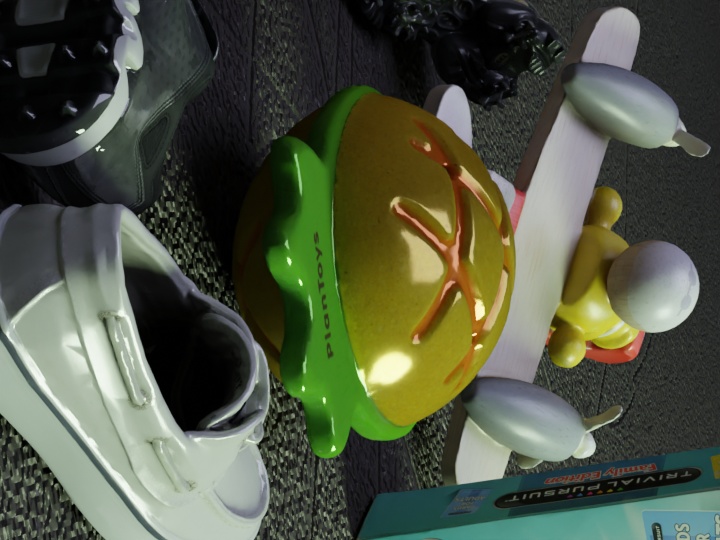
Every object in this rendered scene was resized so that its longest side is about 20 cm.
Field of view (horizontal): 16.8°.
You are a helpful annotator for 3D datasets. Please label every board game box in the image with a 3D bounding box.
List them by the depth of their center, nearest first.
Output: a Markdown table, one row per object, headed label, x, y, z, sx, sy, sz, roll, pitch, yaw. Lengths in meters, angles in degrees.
| label | x | y | z | sx | sy | sz | roll | pitch | yaw |
| --- | --- | --- | --- | --- | --- | --- | --- | --- | --- |
| board game box | 0.114 | 0.160 | 1.049 | 0.047 | 0.199 | 0.152 | -59 | 136 | -66 |

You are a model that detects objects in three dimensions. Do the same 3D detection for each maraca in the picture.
| label | x | y | z | sx | sy | sz | roll | pitch | yaw |
| --- | --- | --- | --- | --- | --- | --- | --- | --- | --- |
| maraca | 0.000 | 0.000 | 0.923 | 0.200 | 0.107 | 0.138 | -29 | 109 | -73 |

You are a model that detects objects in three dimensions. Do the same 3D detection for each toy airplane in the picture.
| label | x | y | z | sx | sy | sz | roll | pitch | yaw |
| --- | --- | --- | --- | --- | --- | --- | --- | --- | --- |
| toy airplane | 0.095 | -0.008 | 1.186 | 0.199 | 0.141 | 0.201 | -38 | 132 | -50 |

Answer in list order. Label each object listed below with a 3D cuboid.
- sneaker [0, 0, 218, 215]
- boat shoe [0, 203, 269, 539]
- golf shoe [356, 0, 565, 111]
| label | x | y | z | sx | sy | sz | roll | pitch | yaw |
| --- | --- | --- | --- | --- | --- | --- | --- | --- | --- |
| sneaker | -0.082 | -0.101 | 0.791 | 0.091 | 0.066 | 0.201 | 62 | 28 | -54 |
| boat shoe | -0.061 | 0.037 | 0.769 | 0.200 | 0.065 | 0.072 | 59 | 27 | -51 |
| golf shoe | 0.030 | -0.159 | 1.215 | 0.095 | 0.078 | 0.200 | 64 | 7 | 32 |
